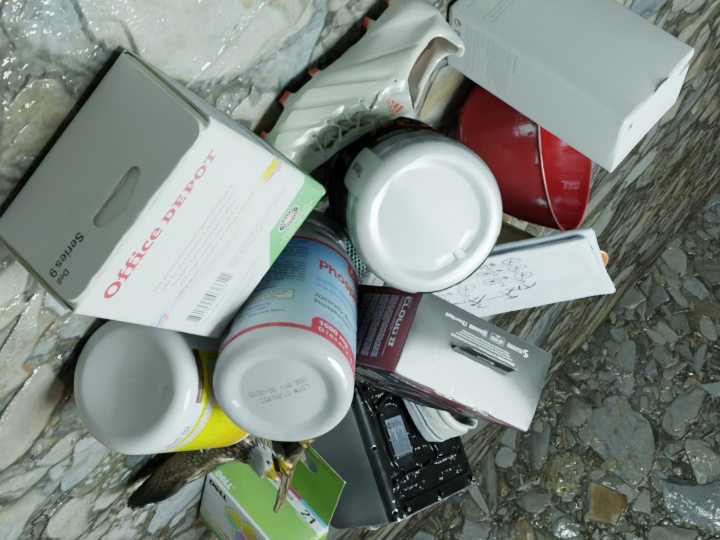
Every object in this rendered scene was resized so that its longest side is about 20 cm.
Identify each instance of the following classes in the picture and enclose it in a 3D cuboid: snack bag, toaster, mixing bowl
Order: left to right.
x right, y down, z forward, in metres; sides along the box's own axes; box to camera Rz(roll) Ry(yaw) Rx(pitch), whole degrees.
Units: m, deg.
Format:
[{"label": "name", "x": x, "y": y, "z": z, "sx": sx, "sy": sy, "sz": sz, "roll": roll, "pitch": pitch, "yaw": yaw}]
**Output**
[{"label": "toaster", "x": 0.028, "y": 0.202, "z": 1.253, "sx": 0.118, "sy": 0.202, "sz": 0.180, "roll": -24, "pitch": 171, "yaw": 37}, {"label": "snack bag", "x": 0.160, "y": 0.013, "z": 1.067, "sx": 0.187, "sy": 0.022, "sz": 0.200, "roll": -12, "pitch": 159, "yaw": 16}, {"label": "mixing bowl", "x": 0.170, "y": -0.138, "z": 1.095, "sx": 0.200, "sy": 0.107, "sz": 0.203, "roll": 3, "pitch": 86, "yaw": -62}]

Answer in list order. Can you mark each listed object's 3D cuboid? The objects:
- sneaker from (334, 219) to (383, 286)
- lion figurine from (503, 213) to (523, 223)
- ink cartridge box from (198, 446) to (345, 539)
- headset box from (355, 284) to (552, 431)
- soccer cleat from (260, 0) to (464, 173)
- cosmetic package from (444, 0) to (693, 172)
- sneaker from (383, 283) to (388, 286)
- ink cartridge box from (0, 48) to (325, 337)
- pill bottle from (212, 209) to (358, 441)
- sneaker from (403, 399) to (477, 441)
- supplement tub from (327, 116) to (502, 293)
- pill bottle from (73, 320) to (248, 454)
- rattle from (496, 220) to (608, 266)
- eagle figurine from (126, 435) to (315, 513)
[{"label": "sneaker", "x": -0.017, "y": -0.019, "z": 1.008, "sx": 0.078, "sy": 0.090, "sz": 0.202, "roll": -151, "pitch": -103, "yaw": -70}, {"label": "lion figurine", "x": 0.204, "y": -0.133, "z": 1.323, "sx": 0.201, "sy": 0.072, "sz": 0.123, "roll": -62, "pitch": 150, "yaw": -11}, {"label": "ink cartridge box", "x": -0.109, "y": 0.270, "z": 1.215, "sx": 0.075, "sy": 0.148, "sz": 0.201, "roll": -30, "pitch": 152, "yaw": -36}, {"label": "headset box", "x": 0.059, "y": 0.074, "z": 0.911, "sx": 0.199, "sy": 0.148, "sz": 0.076, "roll": 2, "pitch": -111, "yaw": 62}, {"label": "soccer cleat", "x": -0.001, "y": -0.136, "z": 0.823, "sx": 0.200, "sy": 0.077, "sz": 0.069, "roll": -48, "pitch": 161, "yaw": -7}, {"label": "cosmetic package", "x": 0.188, "y": -0.197, "z": 0.947, "sx": 0.113, "sy": 0.200, "sz": 0.081, "roll": -42, "pitch": 159, "yaw": -20}, {"label": "sneaker", "x": 0.000, "y": 0.000, "z": 1.098, "sx": 0.199, "sy": 0.083, "sz": 0.074, "roll": -36, "pitch": -178, "yaw": 13}, {"label": "ink cartridge box", "x": -0.126, "y": -0.041, "z": 0.704, "sx": 0.146, "sy": 0.087, "sz": 0.200, "roll": -53, "pitch": 163, "yaw": 5}, {"label": "pill bottle", "x": -0.056, "y": 0.036, "z": 0.854, "sx": 0.201, "sy": 0.108, "sz": 0.109, "roll": -87, "pitch": -160, "yaw": -54}, {"label": "sneaker", "x": 0.071, "y": 0.110, "z": 1.179, "sx": 0.070, "sy": 0.201, "sz": 0.073, "roll": -17, "pitch": -150, "yaw": 32}, {"label": "supplement tub", "x": 0.037, "y": -0.063, "z": 0.869, "sx": 0.123, "sy": 0.122, "sz": 0.200, "roll": -52, "pitch": -163, "yaw": 6}, {"label": "pill bottle", "x": -0.146, "y": 0.097, "z": 0.878, "sx": 0.110, "sy": 0.109, "sz": 0.200, "roll": -52, "pitch": 160, "yaw": 7}, {"label": "rattle", "x": 0.155, "y": 0.006, "z": 1.138, "sx": 0.144, "sy": 0.199, "sz": 0.130, "roll": -56, "pitch": 148, "yaw": -5}, {"label": "eagle figurine", "x": -0.134, "y": 0.175, "z": 1.070, "sx": 0.199, "sy": 0.150, "sz": 0.154, "roll": 13, "pitch": 75, "yaw": -37}]
